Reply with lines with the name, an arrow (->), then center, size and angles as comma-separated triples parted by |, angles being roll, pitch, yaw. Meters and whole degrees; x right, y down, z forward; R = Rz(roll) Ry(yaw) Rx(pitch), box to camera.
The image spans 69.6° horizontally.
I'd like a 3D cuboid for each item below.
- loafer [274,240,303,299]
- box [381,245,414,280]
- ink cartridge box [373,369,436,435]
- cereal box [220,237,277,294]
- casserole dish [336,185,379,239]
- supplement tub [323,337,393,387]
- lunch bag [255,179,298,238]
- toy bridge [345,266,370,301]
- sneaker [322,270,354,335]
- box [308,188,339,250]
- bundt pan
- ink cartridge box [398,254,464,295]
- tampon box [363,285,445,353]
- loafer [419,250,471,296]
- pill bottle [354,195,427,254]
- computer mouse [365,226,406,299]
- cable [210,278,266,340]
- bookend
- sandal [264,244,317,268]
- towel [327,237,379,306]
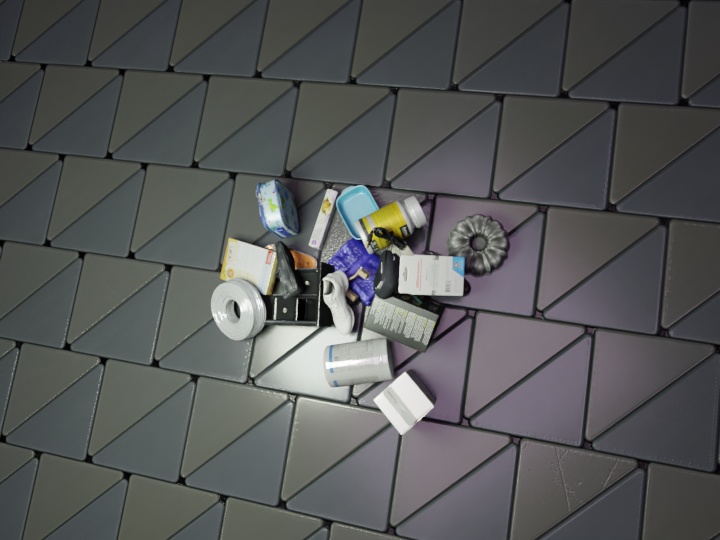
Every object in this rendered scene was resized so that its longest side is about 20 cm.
loafer -> -0.238, -0.004, 1.614 | 0.070, 0.068, 0.201 | -28, 60, 12
box -> 0.128, -0.042, 1.644 | 0.082, 0.068, 0.200 | -37, 77, 1
ink cartridge box -> 0.134, 0.381, 1.515 | 0.125, 0.200, 0.129 | -42, 77, 2
cereal box -> -0.365, -0.015, 1.713 | 0.199, 0.039, 0.145 | 17, 96, 24
casserole dish -> 0.001, -0.185, 1.692 | 0.121, 0.039, 0.201 | -29, 69, 5
supplement tub -> -0.005, 0.283, 1.590 | 0.199, 0.132, 0.133 | -9, 80, 8
lunch bag -> -0.263, -0.193, 1.669 | 0.082, 0.200, 0.162 | -13, 80, 9
toy bridge -> -0.038, 0.071, 1.641 | 0.067, 0.027, 0.201 | 35, 113, 20
sneaker -> -0.078, 0.105, 1.596 | 0.075, 0.099, 0.201 | -10, 92, 34
box -> -0.120, -0.170, 1.722 | 0.038, 0.041, 0.201 | 17, 86, 13
bundt pan -> 0.365, -0.084, 1.605 | 0.200, 0.076, 0.203 | -1, 82, 11
ink cartridge box -> 0.200, 0.013, 1.524 | 0.199, 0.067, 0.117 | 3, 91, -13
tampon box -> 0.136, 0.137, 1.563 | 0.199, 0.150, 0.127 | 22, 104, 13
loafer -> 0.264, 0.001, 1.616 | 0.200, 0.063, 0.072 | 41, 90, 13
pill bottle -> 0.092, -0.141, 1.573 | 0.199, 0.114, 0.115 | -26, 78, 3
computer mouse -> 0.068, -0.028, 1.472 | 0.140, 0.046, 0.201 | 31, 66, -29
cable -> -0.396, 0.125, 1.678 | 0.199, 0.069, 0.201 | -22, 86, 36
bookend -> -0.194, 0.078, 1.652 | 0.197, 0.092, 0.202 | 0, 82, 23
sandal -> -0.245, -0.044, 1.716 | 0.205, 0.059, 0.080 | 11, 84, 12
towel -> 0.000, 0.000, 1.671 | 0.200, 0.050, 0.148 | 42, 92, 13
